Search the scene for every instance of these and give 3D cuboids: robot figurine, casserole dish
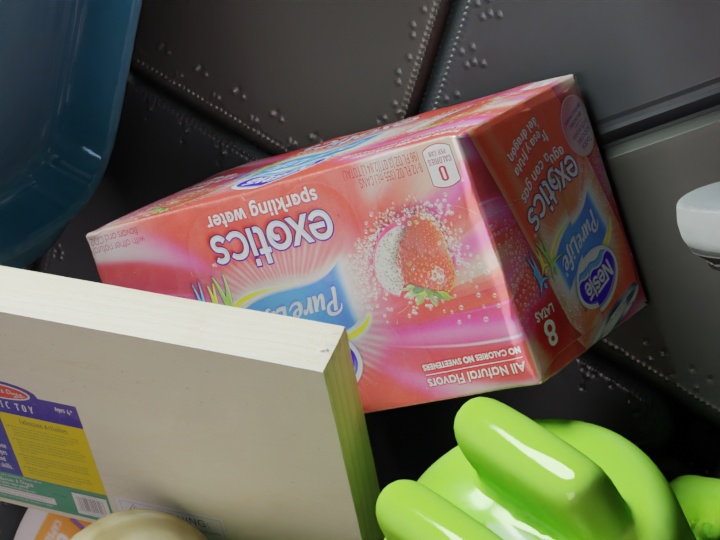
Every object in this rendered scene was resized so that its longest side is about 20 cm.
[{"bbox_3d":[0.080,0.136,0.778,0.116,0.175,0.200,28,157,43],"label":"robot figurine"},{"bbox_3d":[-0.142,-0.095,0.883,0.039,0.121,0.201,24,120,17],"label":"casserole dish"}]

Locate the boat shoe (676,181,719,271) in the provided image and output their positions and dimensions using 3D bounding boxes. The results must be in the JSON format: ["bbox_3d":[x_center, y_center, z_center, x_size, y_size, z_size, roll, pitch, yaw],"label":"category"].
[{"bbox_3d":[0.203,-0.003,0.705,0.199,0.069,0.057,3,109,33],"label":"boat shoe"}]

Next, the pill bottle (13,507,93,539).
[{"bbox_3d":[-0.052,0.159,0.920,0.200,0.112,0.112,35,124,22],"label":"pill bottle"}]

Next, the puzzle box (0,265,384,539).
[{"bbox_3d":[-0.091,0.059,0.831,0.199,0.025,0.133,10,139,20],"label":"puzzle box"}]

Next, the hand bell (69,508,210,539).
[{"bbox_3d":[-0.029,0.144,0.752,0.200,0.104,0.105,-5,104,51],"label":"hand bell"}]

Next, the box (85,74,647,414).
[{"bbox_3d":[0.000,0.000,0.834,0.199,0.095,0.103,-12,102,38],"label":"box"}]
